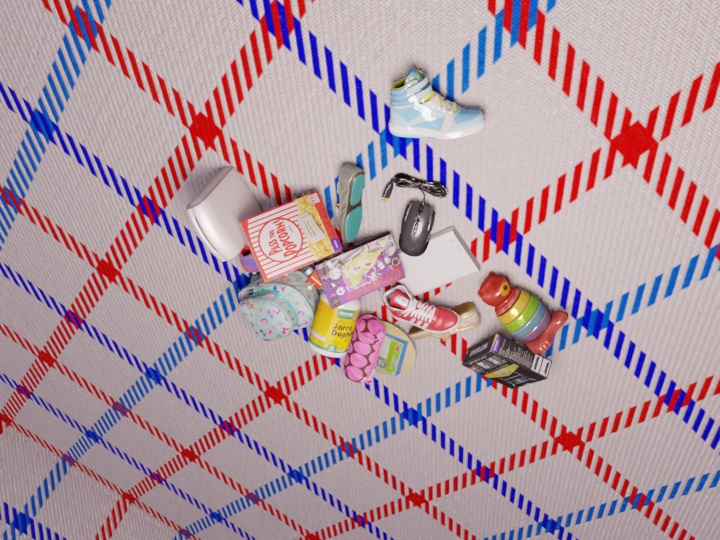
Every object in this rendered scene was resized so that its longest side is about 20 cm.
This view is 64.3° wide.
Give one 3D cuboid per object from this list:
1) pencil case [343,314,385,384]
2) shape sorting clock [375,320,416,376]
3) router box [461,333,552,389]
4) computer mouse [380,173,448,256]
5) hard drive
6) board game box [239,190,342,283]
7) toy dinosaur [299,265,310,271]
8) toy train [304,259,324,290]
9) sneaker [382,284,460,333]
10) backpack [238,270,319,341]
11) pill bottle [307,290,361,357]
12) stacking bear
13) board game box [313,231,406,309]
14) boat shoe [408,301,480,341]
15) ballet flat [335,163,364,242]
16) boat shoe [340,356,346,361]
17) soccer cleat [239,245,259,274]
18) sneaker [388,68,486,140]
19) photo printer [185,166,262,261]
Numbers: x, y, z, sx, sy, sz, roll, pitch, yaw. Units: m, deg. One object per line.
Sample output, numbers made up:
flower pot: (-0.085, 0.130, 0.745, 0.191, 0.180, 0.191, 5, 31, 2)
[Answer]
pencil case: (0.014, 0.220, 1.567, 0.094, 0.090, 0.201, 44, 140, 33)
shape sorting clock: (0.063, 0.218, 1.620, 0.199, 0.039, 0.201, 17, 129, 22)
router box: (0.370, 0.237, 1.470, 0.157, 0.052, 0.200, 26, 158, -2)
computer mouse: (0.106, -0.122, 1.315, 0.140, 0.046, 0.201, 21, 123, 5)
hard drive: (0.175, -0.017, 1.405, 0.199, 0.026, 0.132, -23, 117, 33)
board game box: (-0.163, -0.078, 1.344, 0.199, 0.046, 0.152, -24, 88, -12)
toy dinosaur: (-0.168, -0.047, 1.488, 0.200, 0.048, 0.088, 36, 137, -6)
toy train: (-0.125, -0.055, 1.395, 0.200, 0.150, 0.056, 45, 141, -13)
sneaker: (0.145, 0.096, 1.432, 0.199, 0.072, 0.113, 10, 156, 33)
backpack: (-0.217, 0.090, 1.552, 0.199, 0.151, 0.178, -16, 120, 23)
pill bottle: (-0.061, 0.115, 1.498, 0.112, 0.113, 0.201, 18, 102, 4)
stacking bear: (0.371, 0.089, 1.370, 0.200, 0.122, 0.114, 40, 165, -4)
board game box: (0.000, 0.000, 1.379, 0.199, 0.032, 0.121, -24, 113, -7)
boat shoe: (0.219, 0.149, 1.490, 0.199, 0.074, 0.069, -23, 111, 31)
ballet flat: (-0.029, -0.160, 1.348, 0.064, 0.067, 0.201, 34, 136, 28)
boat shoe: (-0.080, 0.204, 1.617, 0.074, 0.086, 0.203, 4, 130, 38)
soccer cleat: (-0.244, -0.029, 1.490, 0.199, 0.067, 0.077, 3, 123, 41)
sneaker: (0.147, -0.332, 1.130, 0.199, 0.080, 0.131, 3, 129, 16)
photo printer: (-0.324, -0.132, 1.369, 0.069, 0.200, 0.167, -13, 121, 27)
